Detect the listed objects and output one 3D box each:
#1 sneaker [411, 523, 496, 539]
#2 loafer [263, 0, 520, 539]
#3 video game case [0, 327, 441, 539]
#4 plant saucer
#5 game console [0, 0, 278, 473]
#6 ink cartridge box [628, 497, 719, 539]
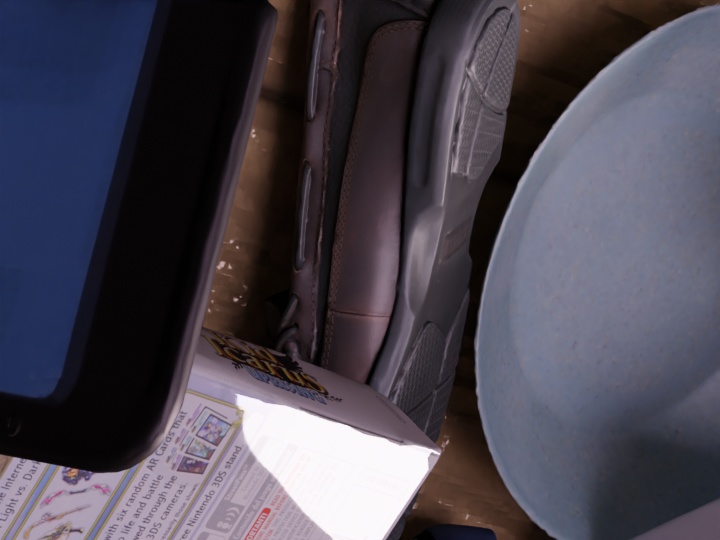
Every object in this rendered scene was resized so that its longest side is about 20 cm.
[{"bbox_3d":[-0.001,0.142,0.797,0.078,0.200,0.070,10,119,3],"label":"sneaker"},{"bbox_3d":[0.000,0.000,0.802,0.072,0.063,0.201,-25,131,-65],"label":"loafer"},{"bbox_3d":[-0.095,0.101,0.681,0.181,0.045,0.200,22,103,-50],"label":"video game case"},{"bbox_3d":[0.108,0.001,0.887,0.201,0.039,0.202,-14,114,-32],"label":"plant saucer"},{"bbox_3d":[-0.120,-0.067,0.565,0.116,0.200,0.176,-52,132,-33],"label":"game console"},{"bbox_3d":[0.178,0.169,0.893,0.200,0.145,0.145,20,50,-44],"label":"ink cartridge box"}]
